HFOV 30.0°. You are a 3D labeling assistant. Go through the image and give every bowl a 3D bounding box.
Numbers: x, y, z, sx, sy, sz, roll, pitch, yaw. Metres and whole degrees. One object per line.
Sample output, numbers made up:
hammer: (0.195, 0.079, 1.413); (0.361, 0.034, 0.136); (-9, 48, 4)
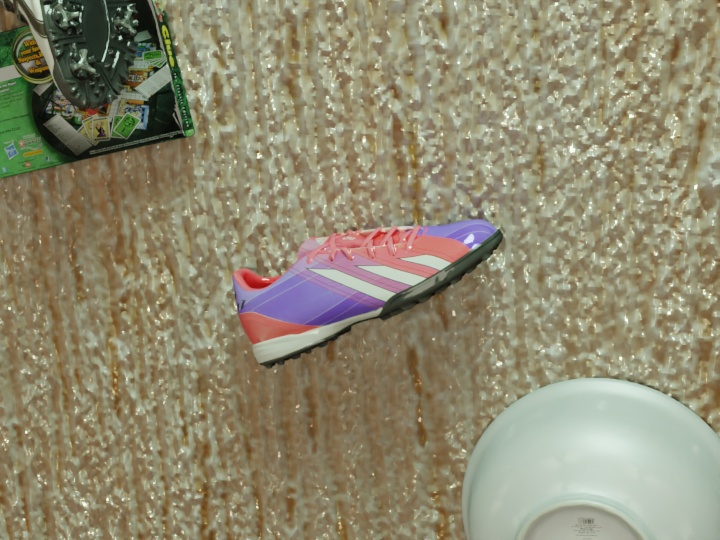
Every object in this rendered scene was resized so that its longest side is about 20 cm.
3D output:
bowl: (0.156, 0.181, 0.898); (0.200, 0.090, 0.202); (5, 106, 16)

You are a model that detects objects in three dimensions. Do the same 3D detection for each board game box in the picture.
board game box: (-0.223, -0.128, 0.971); (0.199, 0.023, 0.105); (-9, 102, 20)

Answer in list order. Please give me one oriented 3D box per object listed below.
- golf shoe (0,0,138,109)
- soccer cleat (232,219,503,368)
golf shoe: (-0.215, -0.195, 0.919); (0.094, 0.078, 0.201); (-24, 75, 38)
soccer cleat: (0.000, 0.000, 0.913); (0.200, 0.068, 0.073); (-25, 92, 24)
